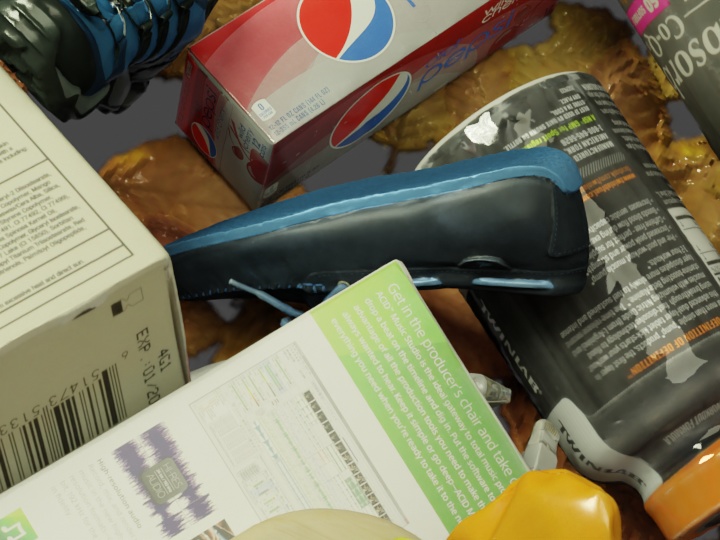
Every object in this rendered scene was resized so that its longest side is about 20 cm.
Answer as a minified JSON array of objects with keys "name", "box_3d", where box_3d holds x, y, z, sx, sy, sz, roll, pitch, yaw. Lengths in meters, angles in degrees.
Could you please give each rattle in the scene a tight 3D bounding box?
[{"name":"rattle","box_3d":[-0.033,0.122,0.716,0.200,0.143,0.130,13,72,-12]}]

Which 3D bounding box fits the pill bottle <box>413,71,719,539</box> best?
[{"name":"pill bottle","box_3d":[0.112,0.020,0.937,0.106,0.106,0.200,-25,72,-22]}]

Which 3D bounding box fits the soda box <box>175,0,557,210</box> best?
[{"name":"soda box","box_3d":[0.010,-0.114,1.000,0.200,0.070,0.063,-36,74,-25]}]

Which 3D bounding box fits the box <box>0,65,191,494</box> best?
[{"name":"box","box_3d":[-0.175,-0.002,0.850,0.128,0.109,0.200,-30,55,-20]}]

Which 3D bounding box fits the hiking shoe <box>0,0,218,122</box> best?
[{"name":"hiking shoe","box_3d":[-0.110,-0.116,0.899,0.087,0.200,0.074,-43,93,7]}]

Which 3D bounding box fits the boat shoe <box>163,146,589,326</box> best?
[{"name":"boat shoe","box_3d":[0.000,0.000,0.899,0.084,0.200,0.069,-29,106,-54]}]

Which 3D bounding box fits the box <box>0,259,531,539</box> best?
[{"name":"box","box_3d":[-0.030,0.106,0.814,0.200,0.036,0.144,-30,85,-18]}]

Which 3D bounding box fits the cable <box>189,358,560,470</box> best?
[{"name":"cable","box_3d":[-0.026,0.129,0.875,0.200,0.069,0.200,13,63,-5]}]

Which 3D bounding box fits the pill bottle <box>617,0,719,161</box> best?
[{"name":"pill bottle","box_3d":[0.201,-0.114,1.011,0.116,0.116,0.200,-29,82,-23]}]
